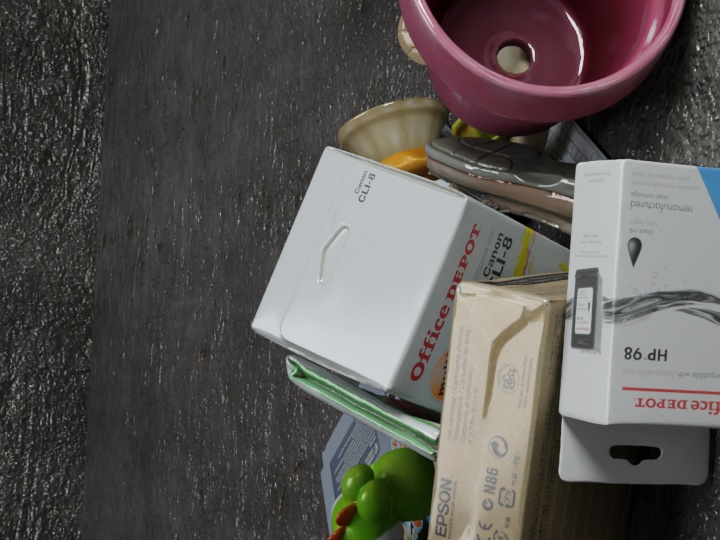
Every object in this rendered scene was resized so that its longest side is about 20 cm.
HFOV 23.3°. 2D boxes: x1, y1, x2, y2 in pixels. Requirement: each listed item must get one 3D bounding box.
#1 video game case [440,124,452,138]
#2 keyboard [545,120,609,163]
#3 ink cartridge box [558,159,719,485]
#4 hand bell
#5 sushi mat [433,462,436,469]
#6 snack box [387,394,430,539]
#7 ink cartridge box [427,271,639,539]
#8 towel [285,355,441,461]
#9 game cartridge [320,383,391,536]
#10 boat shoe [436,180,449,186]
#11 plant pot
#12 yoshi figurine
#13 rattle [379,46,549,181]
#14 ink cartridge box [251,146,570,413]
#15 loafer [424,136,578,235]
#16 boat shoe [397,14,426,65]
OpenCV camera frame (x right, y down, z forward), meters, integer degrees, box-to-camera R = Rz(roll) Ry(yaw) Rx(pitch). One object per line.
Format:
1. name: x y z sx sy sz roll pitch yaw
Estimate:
1. video game case: 0.067 -0.023 1.601 0.182 0.022 0.202 -123 42 -60
2. keyboard: 0.156 -0.097 1.376 0.200 0.011 0.057 -118 37 -57
3. ink cartridge box: 0.191 0.036 1.088 0.067 0.115 0.202 -178 91 -70
4. hand bell: 0.053 -0.037 1.518 0.104 0.103 0.202 135 124 -62
5. sushi mat: 0.092 0.089 1.405 0.012 0.095 0.201 75 -177 -52
6. snack box: 0.060 0.157 1.510 0.116 0.037 0.202 -161 65 -71
7. ink cartridge box: 0.124 0.106 1.179 0.075 0.164 0.202 11 98 34
8. towel: 0.048 0.111 1.266 0.152 0.200 0.024 24 91 34
9. game cartridge: 0.009 0.190 1.705 0.201 0.041 0.134 117 146 -49
10. boat shoe: 0.100 -0.003 1.425 0.072 0.067 0.201 -53 41 23
11. plant pot: 0.119 -0.186 1.257 0.179 0.198 0.202 106 163 -74
12. yoshi figurine: 0.028 0.220 1.468 0.201 0.111 0.113 88 -164 -50
13. rattle: 0.085 -0.165 1.394 0.130 0.141 0.202 -73 -12 -82
14. ink cartridge box: 0.053 0.022 1.257 0.144 0.199 0.146 21 89 42
15. loafer: 0.126 -0.052 1.272 0.199 0.072 0.063 16 115 39
16. boat shoe: 0.103 -0.260 1.460 0.072 0.065 0.201 40 116 17
